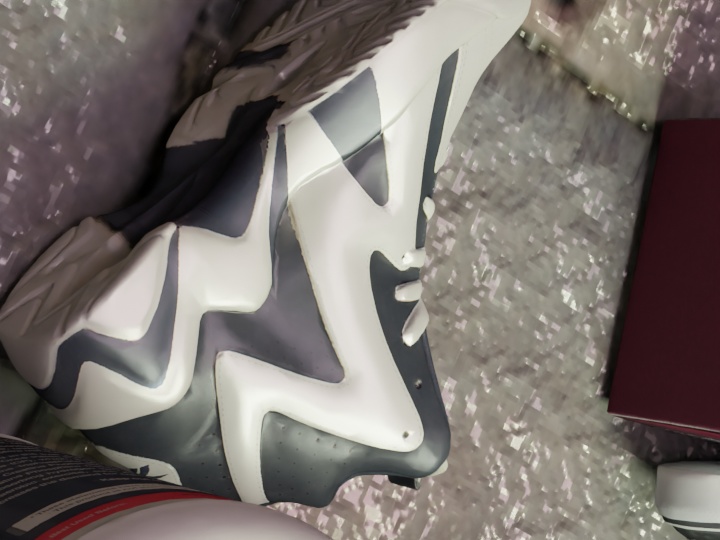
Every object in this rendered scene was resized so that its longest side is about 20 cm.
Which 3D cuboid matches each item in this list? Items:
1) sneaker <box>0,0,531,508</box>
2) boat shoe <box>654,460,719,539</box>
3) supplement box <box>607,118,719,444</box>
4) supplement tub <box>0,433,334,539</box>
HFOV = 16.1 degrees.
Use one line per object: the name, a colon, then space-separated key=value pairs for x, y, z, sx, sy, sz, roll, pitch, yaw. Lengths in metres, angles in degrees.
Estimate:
sneaker: x=0.000 y=0.000 z=0.774 sx=0.199 sy=0.079 sz=0.130 roll=-48 pitch=119 yaw=-22
boat shoe: x=0.180 y=0.111 z=0.915 sx=0.200 sy=0.072 sz=0.068 roll=16 pitch=83 yaw=-41
supplement box: x=0.196 y=0.021 z=0.904 sx=0.200 sy=0.086 sz=0.111 roll=15 pitch=85 yaw=-35
supplement tub: x=-0.086 y=0.116 z=0.650 sx=0.140 sy=0.200 sz=0.141 roll=-3 pitch=96 yaw=-34
